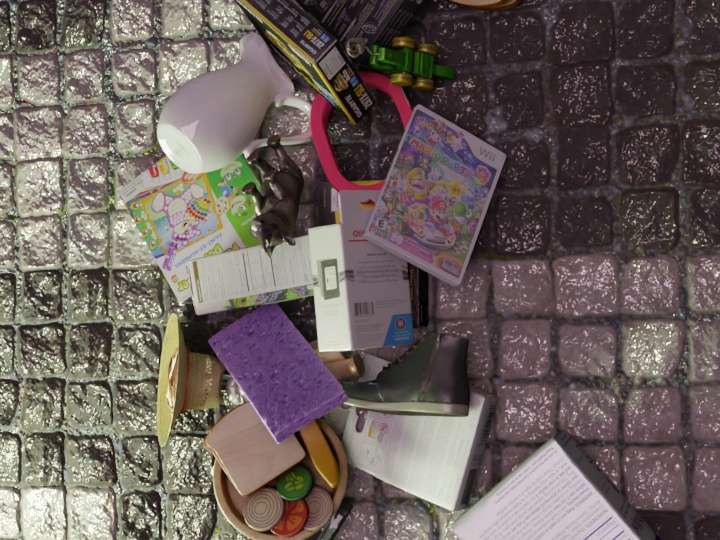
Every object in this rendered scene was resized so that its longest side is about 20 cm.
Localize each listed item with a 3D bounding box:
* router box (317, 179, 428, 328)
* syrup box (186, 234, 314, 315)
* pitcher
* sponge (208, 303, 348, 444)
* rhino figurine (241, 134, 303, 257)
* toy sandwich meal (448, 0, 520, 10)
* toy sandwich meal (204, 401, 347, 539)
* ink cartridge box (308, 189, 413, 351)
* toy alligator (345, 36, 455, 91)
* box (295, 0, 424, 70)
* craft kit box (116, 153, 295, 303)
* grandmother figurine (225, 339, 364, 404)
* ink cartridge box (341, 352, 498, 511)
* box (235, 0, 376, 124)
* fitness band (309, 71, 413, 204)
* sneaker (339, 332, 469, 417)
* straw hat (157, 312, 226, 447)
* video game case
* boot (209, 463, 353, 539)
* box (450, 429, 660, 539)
[{"bbox_3d":[0.017,-0.022,1.522,0.148,0.051,0.201,-1,90,19],"label":"router box"},{"bbox_3d":[-0.128,0.005,1.506,0.199,0.079,0.082,-12,87,20],"label":"syrup box"},{"bbox_3d":[-0.165,-0.208,1.523,0.171,0.121,0.200,42,60,2],"label":"pitcher"},{"bbox_3d":[-0.114,0.133,1.495,0.111,0.030,0.200,-32,51,-11],"label":"sponge"},{"bbox_3d":[-0.112,-0.088,1.448,0.060,0.201,0.088,-21,125,18],"label":"rhino figurine"},{"bbox_3d":[0.180,-0.444,1.472,0.204,0.070,0.207,-4,78,21],"label":"toy sandwich meal"},{"bbox_3d":[-0.114,0.265,1.492,0.204,0.070,0.206,-2,72,5],"label":"toy sandwich meal"},{"bbox_3d":[0.000,0.000,1.433,0.066,0.115,0.201,-7,86,47],"label":"ink cartridge box"},{"bbox_3d":[0.042,-0.277,1.465,0.054,0.199,0.060,3,88,49],"label":"toy alligator"},{"bbox_3d":[0.018,-0.399,1.492,0.160,0.043,0.200,49,114,26],"label":"box"},{"bbox_3d":[-0.226,-0.086,1.605,0.200,0.048,0.198,-34,83,14],"label":"craft kit box"},{"bbox_3d":[-0.099,0.139,1.555,0.199,0.061,0.122,-21,70,14],"label":"grandmother figurine"},{"bbox_3d":[0.076,0.219,1.518,0.199,0.050,0.163,18,95,35],"label":"ink cartridge box"},{"bbox_3d":[-0.078,-0.300,1.473,0.049,0.160,0.200,-45,61,0],"label":"box"},{"bbox_3d":[0.008,-0.185,1.506,0.143,0.037,0.201,-24,64,11],"label":"fitness band"},{"bbox_3d":[0.057,0.137,1.475,0.199,0.075,0.107,0,77,27],"label":"sneaker"},{"bbox_3d":[-0.232,0.157,1.561,0.085,0.201,0.202,5,91,-16],"label":"straw hat"},{"bbox_3d":[0.099,-0.099,1.439,0.143,0.018,0.201,27,68,-14],"label":"video game case"},{"bbox_3d":[-0.133,0.341,1.558,0.199,0.066,0.165,32,90,12],"label":"boot"},{"bbox_3d":[0.254,0.342,1.420,0.184,0.105,0.200,-43,77,12],"label":"box"}]
